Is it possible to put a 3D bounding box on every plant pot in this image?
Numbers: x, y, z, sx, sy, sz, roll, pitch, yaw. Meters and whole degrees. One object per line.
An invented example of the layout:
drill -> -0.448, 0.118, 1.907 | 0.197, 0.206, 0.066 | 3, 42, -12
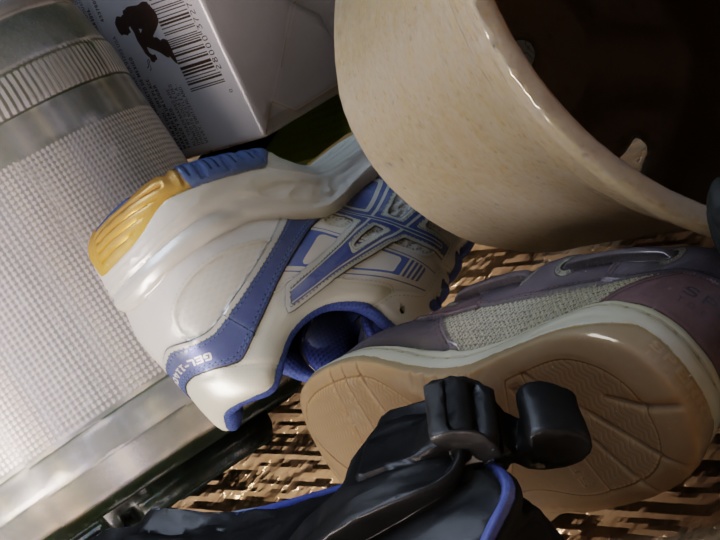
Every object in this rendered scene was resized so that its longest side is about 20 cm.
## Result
plant pot -> 0.082, -0.088, 0.840 | 0.201, 0.200, 0.183 | -53, 10, -21

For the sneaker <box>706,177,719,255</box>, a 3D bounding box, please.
sneaker -> 0.166, -0.049, 0.709 | 0.200, 0.087, 0.074 | -46, 19, -3

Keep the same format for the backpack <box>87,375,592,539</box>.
backpack -> -0.029, 0.136, 0.639 | 0.190, 0.154, 0.200 | -3, 39, 51

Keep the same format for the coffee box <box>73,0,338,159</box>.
coffee box -> -0.073, -0.092, 1.091 | 0.113, 0.080, 0.200 | -33, 13, -36

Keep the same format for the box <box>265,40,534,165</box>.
box -> 0.047, -0.102, 1.115 | 0.122, 0.048, 0.200 | -13, 36, 55

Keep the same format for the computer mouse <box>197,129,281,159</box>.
computer mouse -> -0.016, -0.073, 1.197 | 0.140, 0.046, 0.200 | -43, 7, 20

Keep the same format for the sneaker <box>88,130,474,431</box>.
sneaker -> 0.000, 0.000, 0.943 | 0.200, 0.088, 0.075 | -19, -16, -40

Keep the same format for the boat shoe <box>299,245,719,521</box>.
boat shoe -> 0.051, 0.034, 0.812 | 0.065, 0.072, 0.200 | -38, 7, -29

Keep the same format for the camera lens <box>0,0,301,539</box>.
camera lens -> -0.128, 0.005, 0.994 | 0.160, 0.200, 0.160 | -34, -2, -2
